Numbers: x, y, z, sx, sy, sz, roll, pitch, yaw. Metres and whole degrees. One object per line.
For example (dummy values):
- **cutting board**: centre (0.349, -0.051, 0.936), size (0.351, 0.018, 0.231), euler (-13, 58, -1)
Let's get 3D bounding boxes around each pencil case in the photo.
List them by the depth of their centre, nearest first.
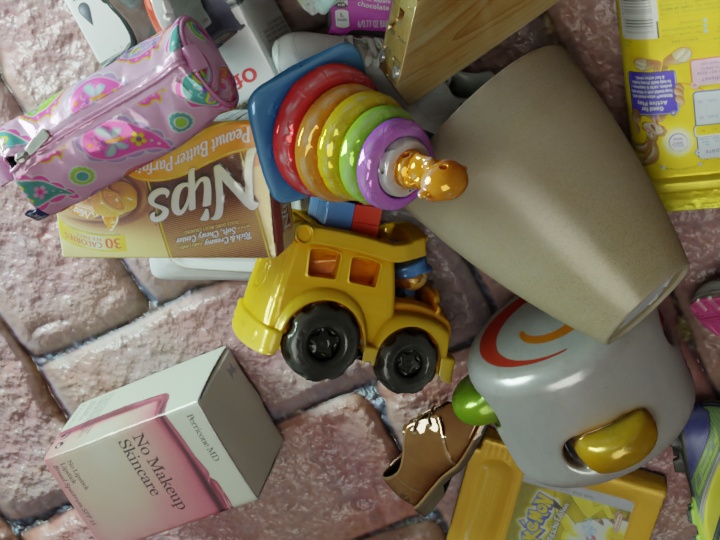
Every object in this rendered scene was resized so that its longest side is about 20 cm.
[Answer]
- **pencil case**: centre (-0.194, -0.119, 1.050), size (0.198, 0.088, 0.088), euler (-26, 109, 16)

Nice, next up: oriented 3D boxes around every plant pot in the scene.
- **plant pot**: centre (0.165, -0.044, 1.083), size (0.200, 0.187, 0.188), euler (49, 120, 17)

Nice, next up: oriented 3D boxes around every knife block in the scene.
- **knife block**: centre (0.119, -0.225, 1.054), size (0.173, 0.064, 0.202), euler (6, 113, -16)

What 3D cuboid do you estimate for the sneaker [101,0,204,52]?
- **sneaker**: centre (-0.197, -0.261, 1.063), size (0.081, 0.077, 0.202), euler (-14, 103, 25)

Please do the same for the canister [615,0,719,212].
- **canister**: centre (0.287, -0.160, 1.095), size (0.147, 0.087, 0.202), euler (-5, 114, 15)

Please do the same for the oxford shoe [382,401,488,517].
- **oxford shoe**: centre (0.082, 0.160, 1.319), size (0.071, 0.071, 0.201), euler (33, 120, 1)

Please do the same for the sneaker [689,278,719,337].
- **sneaker**: centre (0.384, 0.011, 1.168), size (0.199, 0.089, 0.081), euler (-15, 128, 43)

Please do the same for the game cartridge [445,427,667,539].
- **game cartridge**: centre (0.194, 0.260, 1.365), size (0.198, 0.033, 0.178), euler (14, 119, 5)

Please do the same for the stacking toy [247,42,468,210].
- **stacking toy**: centre (0.015, -0.089, 1.014), size (0.199, 0.116, 0.111), euler (28, 142, 47)

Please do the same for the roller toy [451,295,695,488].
- **roller toy**: centre (0.201, 0.098, 1.190), size (0.199, 0.182, 0.141), euler (-4, 123, 50)

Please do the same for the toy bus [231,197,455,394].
- **toy bus**: centre (0.000, 0.000, 1.222), size (0.198, 0.136, 0.194), euler (12, 97, -21)

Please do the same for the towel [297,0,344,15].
- **towel**: centre (-0.032, -0.317, 1.031), size (0.172, 0.048, 0.200), euler (53, 137, 5)

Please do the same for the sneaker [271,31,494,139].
- **sneaker**: centre (0.020, -0.168, 1.130), size (0.198, 0.077, 0.081), euler (15, 141, -27)

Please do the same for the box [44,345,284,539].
- **box**: centre (-0.200, 0.185, 1.373), size (0.198, 0.109, 0.129), euler (-22, 110, 23)

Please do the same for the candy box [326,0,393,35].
- **candy box**: centre (0.036, -0.298, 1.095), size (0.135, 0.061, 0.202), euler (2, 117, 13)

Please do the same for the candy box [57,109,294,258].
- **candy box**: centre (-0.160, -0.073, 1.126), size (0.197, 0.055, 0.117), euler (0, 108, 15)

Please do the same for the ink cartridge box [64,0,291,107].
- **ink cartridge box**: centre (-0.159, -0.224, 1.149), size (0.144, 0.084, 0.201), euler (-25, 101, 21)

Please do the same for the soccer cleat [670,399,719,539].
- **soccer cleat**: centre (0.354, 0.215, 1.286), size (0.083, 0.065, 0.202), euler (-13, 113, 16)

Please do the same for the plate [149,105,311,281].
- **plate**: centre (-0.122, -0.071, 1.266), size (0.197, 0.032, 0.202), euler (3, 117, 11)
